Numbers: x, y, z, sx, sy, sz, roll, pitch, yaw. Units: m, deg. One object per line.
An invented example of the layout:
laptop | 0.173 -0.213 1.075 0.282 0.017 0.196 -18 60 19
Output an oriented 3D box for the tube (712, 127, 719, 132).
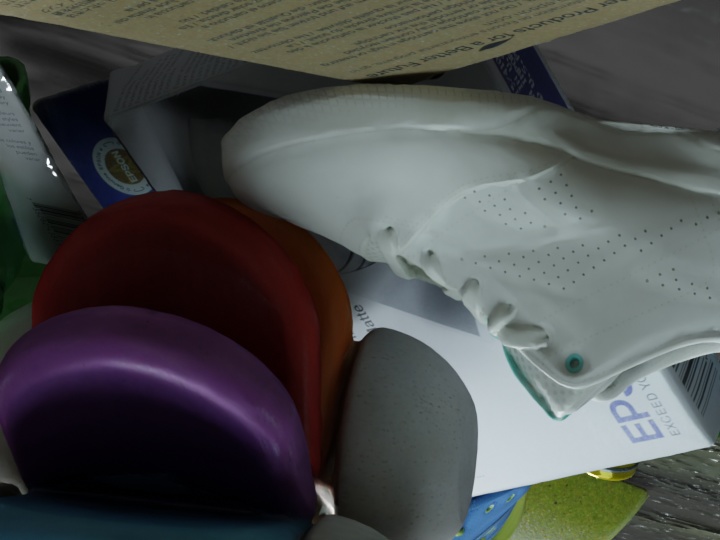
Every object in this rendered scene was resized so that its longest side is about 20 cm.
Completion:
tube | 0.116 -0.012 0.815 0.077 0.051 0.200 21 159 -15

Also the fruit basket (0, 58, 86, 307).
fruit basket | -0.192 -0.067 0.703 0.183 0.094 0.201 3 141 22

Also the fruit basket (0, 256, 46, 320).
fruit basket | -0.172 0.068 0.841 0.213 0.216 0.157 -1 115 16

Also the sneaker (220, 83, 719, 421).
sneaker | 0.050 -0.002 0.622 0.198 0.089 0.075 8 173 11

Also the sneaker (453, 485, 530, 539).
sneaker | 0.005 0.102 0.846 0.076 0.200 0.105 42 134 15

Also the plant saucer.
plant saucer | 0.026 0.140 1.185 0.198 0.048 0.199 21 152 -32

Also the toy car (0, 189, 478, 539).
toy car | -0.058 0.058 0.649 0.173 0.201 0.151 5 132 10

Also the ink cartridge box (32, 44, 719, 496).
ink cartridge box | 0.000 0.000 0.742 0.199 0.041 0.200 -16 121 34

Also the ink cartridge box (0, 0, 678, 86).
ink cartridge box | 0.016 -0.109 0.504 0.164 0.076 0.199 5 167 -44

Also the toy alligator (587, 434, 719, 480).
toy alligator | 0.069 0.058 0.964 0.198 0.060 0.054 2 -158 -14
